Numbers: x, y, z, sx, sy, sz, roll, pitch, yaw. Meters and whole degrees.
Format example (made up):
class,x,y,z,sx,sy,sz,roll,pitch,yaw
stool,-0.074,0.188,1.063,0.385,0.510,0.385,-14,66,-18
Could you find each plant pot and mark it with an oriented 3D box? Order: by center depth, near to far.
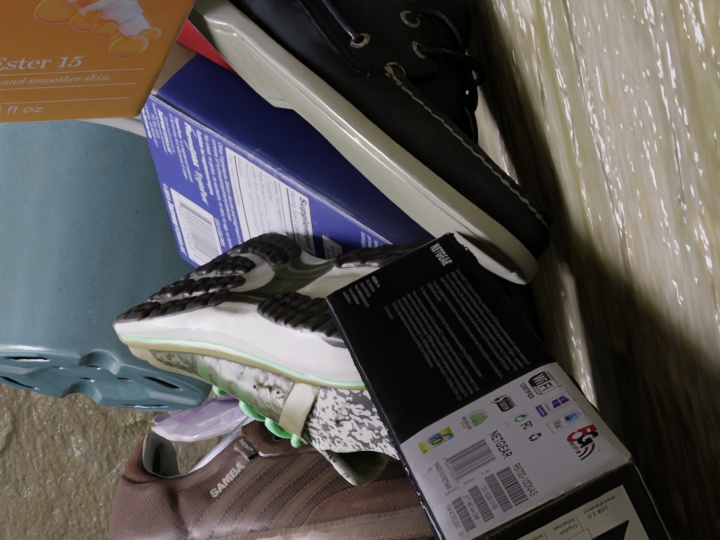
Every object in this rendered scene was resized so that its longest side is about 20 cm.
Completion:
class,x,y,z,sx,sy,sz,roll,pitch,yaw
plant pot,-0.152,-0.023,1.206,0.200,0.200,0.197,97,-179,-76

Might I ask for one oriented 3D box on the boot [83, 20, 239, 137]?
class,x,y,z,sx,sy,sz,roll,pitch,yaw
boot,-0.033,-0.104,0.839,0.200,0.144,0.073,4,-111,-56

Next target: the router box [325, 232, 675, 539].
class,x,y,z,sx,sy,sz,roll,pitch,yaw
router box,0.056,0.086,0.543,0.149,0.051,0.200,63,179,-19

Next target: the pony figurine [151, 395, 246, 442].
class,x,y,z,sx,sy,sz,roll,pitch,yaw
pony figurine,-0.043,0.071,1.264,0.193,0.166,0.201,-149,59,-71

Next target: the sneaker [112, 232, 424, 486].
class,x,y,z,sx,sy,sz,roll,pitch,yaw
sneaker,-0.025,0.041,0.717,0.200,0.077,0.089,7,120,57

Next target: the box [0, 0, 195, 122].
class,x,y,z,sx,sy,sz,roll,pitch,yaw
box,-0.113,-0.139,0.628,0.200,0.124,0.098,-54,48,54

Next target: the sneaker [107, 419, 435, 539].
class,x,y,z,sx,sy,sz,roll,pitch,yaw
sneaker,-0.017,0.085,0.767,0.070,0.200,0.076,36,-133,-57

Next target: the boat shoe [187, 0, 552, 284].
class,x,y,z,sx,sy,sz,roll,pitch,yaw
boat shoe,0.007,-0.072,0.667,0.199,0.066,0.075,41,174,41

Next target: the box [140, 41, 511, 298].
class,x,y,z,sx,sy,sz,roll,pitch,yaw
box,0.000,0.000,0.767,0.200,0.032,0.121,34,155,25

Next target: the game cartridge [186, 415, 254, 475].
class,x,y,z,sx,sy,sz,roll,pitch,yaw
game cartridge,-0.001,0.152,0.823,0.041,0.133,0.200,-12,-118,-54
